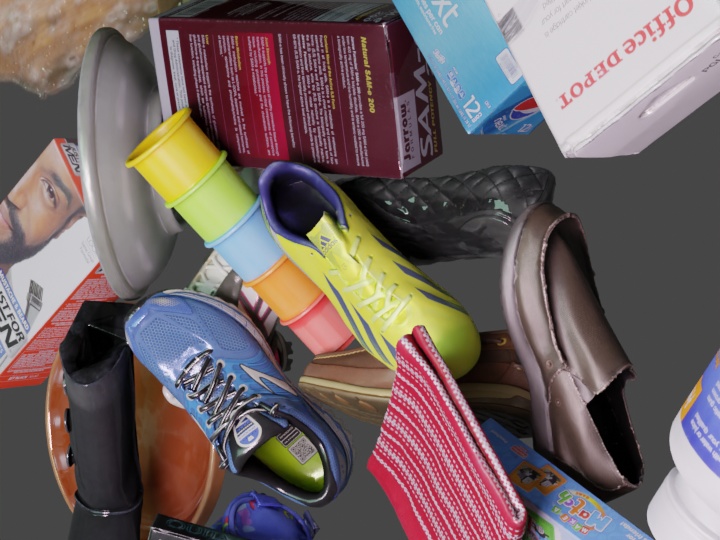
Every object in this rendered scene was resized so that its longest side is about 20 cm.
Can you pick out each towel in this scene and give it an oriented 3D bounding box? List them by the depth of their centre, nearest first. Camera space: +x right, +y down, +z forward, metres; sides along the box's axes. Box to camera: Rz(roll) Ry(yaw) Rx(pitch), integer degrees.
[{"bbox_3d":[0.051,0.137,1.261,0.145,0.022,0.200,61,162,23],"label":"towel"}]

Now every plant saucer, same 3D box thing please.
[{"bbox_3d":[-0.158,-0.079,1.464,0.050,0.200,0.201,-4,91,8],"label":"plant saucer"},{"bbox_3d":[-0.174,0.124,1.573,0.200,0.032,0.202,5,98,42],"label":"plant saucer"}]

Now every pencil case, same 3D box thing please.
[{"bbox_3d":[-0.118,0.236,1.498,0.200,0.078,0.087,-41,41,37],"label":"pencil case"}]

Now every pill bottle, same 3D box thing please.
[{"bbox_3d":[0.245,0.083,1.132,0.112,0.112,0.201,46,121,30],"label":"pill bottle"}]

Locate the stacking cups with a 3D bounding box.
[{"bbox_3d":[-0.079,-0.018,1.392,0.060,0.061,0.200,-28,107,40],"label":"stacking cups"}]

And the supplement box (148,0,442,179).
[{"bbox_3d":[-0.046,-0.128,1.379,0.199,0.061,0.109,7,114,33],"label":"supplement box"}]

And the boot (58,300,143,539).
[{"bbox_3d":[-0.185,0.145,1.438,0.165,0.065,0.201,-100,13,-50],"label":"boot"}]

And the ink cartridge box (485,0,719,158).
[{"bbox_3d":[0.152,-0.189,1.214,0.146,0.085,0.201,-39,66,37],"label":"ink cartridge box"}]

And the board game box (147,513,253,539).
[{"bbox_3d":[-0.065,0.262,1.409,0.199,0.028,0.136,16,108,1],"label":"board game box"}]

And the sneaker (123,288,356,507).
[{"bbox_3d":[-0.082,0.090,1.388,0.200,0.089,0.079,40,100,-9],"label":"sneaker"}]

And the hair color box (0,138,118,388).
[{"bbox_3d":[-0.254,-0.004,1.615,0.200,0.064,0.111,-45,64,34],"label":"hair color box"}]

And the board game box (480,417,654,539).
[{"bbox_3d":[0.142,0.202,1.242,0.200,0.037,0.152,35,146,34],"label":"board game box"}]

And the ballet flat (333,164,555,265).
[{"bbox_3d":[0.051,-0.041,1.352,0.199,0.057,0.067,5,136,44],"label":"ballet flat"}]

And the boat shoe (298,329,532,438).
[{"bbox_3d":[0.046,0.070,1.350,0.199,0.072,0.068,0,65,40],"label":"boat shoe"}]

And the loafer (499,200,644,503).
[{"bbox_3d":[0.143,0.053,1.258,0.071,0.073,0.201,-6,99,38],"label":"loafer"}]

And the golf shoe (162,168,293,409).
[{"bbox_3d":[-0.087,0.012,1.448,0.077,0.088,0.201,20,105,41],"label":"golf shoe"}]

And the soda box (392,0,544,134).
[{"bbox_3d":[0.064,-0.187,1.305,0.064,0.068,0.201,-42,66,35],"label":"soda box"}]

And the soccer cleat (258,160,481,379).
[{"bbox_3d":[-0.001,0.000,1.309,0.065,0.084,0.200,-44,59,-3],"label":"soccer cleat"}]

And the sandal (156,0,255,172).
[{"bbox_3d":[-0.101,-0.174,1.471,0.080,0.054,0.201,3,110,35],"label":"sandal"}]
